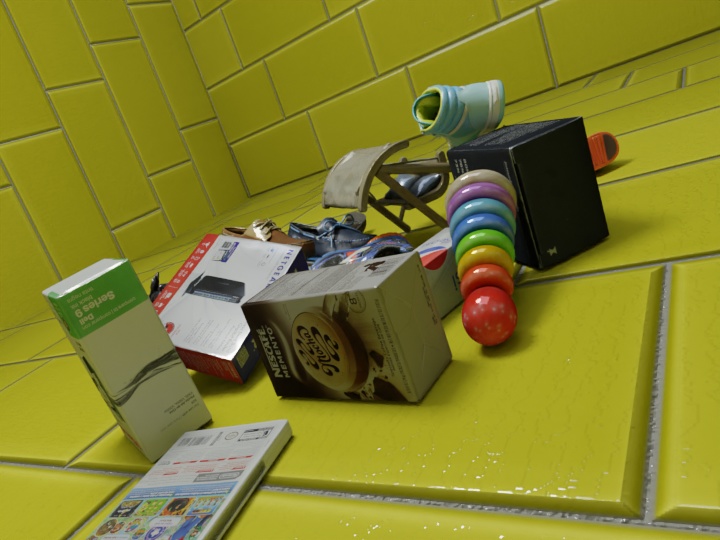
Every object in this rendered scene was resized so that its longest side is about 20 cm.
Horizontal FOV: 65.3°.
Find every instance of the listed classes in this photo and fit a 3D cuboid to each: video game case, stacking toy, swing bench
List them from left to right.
[{"bbox_3d":[-0.158,0.202,0.478,0.139,0.019,0.200,-15,17,27],"label":"video game case"},{"bbox_3d":[0.056,-0.144,0.955,0.194,0.135,0.198,13,3,-24],"label":"swing bench"},{"bbox_3d":[0.127,-0.011,0.586,0.083,0.086,0.204,-15,42,24],"label":"stacking toy"}]

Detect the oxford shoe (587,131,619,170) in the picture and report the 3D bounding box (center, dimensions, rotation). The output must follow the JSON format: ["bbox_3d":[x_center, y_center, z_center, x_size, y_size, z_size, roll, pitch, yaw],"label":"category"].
[{"bbox_3d":[0.336,-0.168,0.954,0.193,0.074,0.073,-19,-5,-2],"label":"oxford shoe"}]

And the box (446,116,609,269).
[{"bbox_3d":[0.209,-0.105,0.735,0.101,0.153,0.200,-22,16,-9],"label":"box"}]

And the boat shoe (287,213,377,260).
[{"bbox_3d":[-0.056,-0.055,0.937,0.194,0.072,0.083,0,8,31],"label":"boat shoe"}]

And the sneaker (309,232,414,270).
[{"bbox_3d":[0.000,0.000,0.832,0.196,0.077,0.078,-29,20,-16],"label":"sneaker"}]

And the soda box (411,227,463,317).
[{"bbox_3d":[0.077,0.017,0.669,0.197,0.070,0.062,-33,19,-35],"label":"soda box"}]

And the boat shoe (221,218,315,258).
[{"bbox_3d":[-0.163,-0.046,0.921,0.194,0.077,0.075,-1,8,31],"label":"boat shoe"}]

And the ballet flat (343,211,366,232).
[{"bbox_3d":[-0.035,-0.061,1.158,0.065,0.048,0.201,16,33,12],"label":"ballet flat"}]

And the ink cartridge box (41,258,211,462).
[{"bbox_3d":[-0.267,0.096,0.641,0.083,0.206,0.144,-32,18,-30],"label":"ink cartridge box"}]

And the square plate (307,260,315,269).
[{"bbox_3d":[-0.095,-0.001,0.943,0.194,0.030,0.196,-9,9,-29],"label":"square plate"}]

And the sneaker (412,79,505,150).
[{"bbox_3d":[0.135,-0.228,0.870,0.125,0.083,0.200,-2,-14,-5],"label":"sneaker"}]

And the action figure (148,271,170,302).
[{"bbox_3d":[-0.266,0.069,0.888,0.192,0.124,0.102,2,-12,13],"label":"action figure"}]

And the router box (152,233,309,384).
[{"bbox_3d":[-0.189,0.042,0.779,0.173,0.050,0.203,7,48,24],"label":"router box"}]

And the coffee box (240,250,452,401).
[{"bbox_3d":[-0.019,0.061,0.570,0.195,0.117,0.079,-10,18,42],"label":"coffee box"}]
